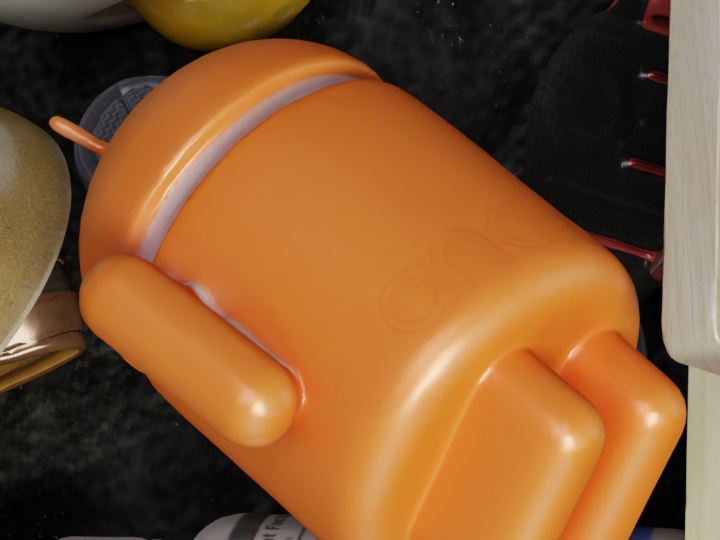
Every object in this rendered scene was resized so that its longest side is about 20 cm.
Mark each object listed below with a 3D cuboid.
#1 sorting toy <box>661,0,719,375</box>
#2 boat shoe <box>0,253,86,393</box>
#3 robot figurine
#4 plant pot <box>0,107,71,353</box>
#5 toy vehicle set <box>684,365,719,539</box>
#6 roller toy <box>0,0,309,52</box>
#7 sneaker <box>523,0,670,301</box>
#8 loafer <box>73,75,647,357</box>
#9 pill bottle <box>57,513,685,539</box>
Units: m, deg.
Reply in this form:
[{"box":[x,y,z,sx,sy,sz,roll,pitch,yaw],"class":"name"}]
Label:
[{"box":[0.176,-0.058,0.863,0.069,0.198,0.201,-9,72,41],"class":"sorting toy"},{"box":[-0.178,0.051,0.969,0.200,0.072,0.068,-35,79,4],"class":"boat shoe"},{"box":[0.000,0.010,0.852,0.144,0.117,0.200,-40,59,-18],"class":"robot figurine"},{"box":[-0.180,0.011,0.912,0.199,0.028,0.201,-23,35,17],"class":"plant pot"},{"box":[0.140,0.028,0.891,0.026,0.124,0.201,-7,74,35],"class":"toy vehicle set"},{"box":[-0.101,-0.173,0.975,0.199,0.140,0.184,9,89,10],"class":"roller toy"},{"box":[0.119,-0.080,0.949,0.074,0.087,0.201,28,106,39],"class":"sneaker"},{"box":[0.000,0.000,0.963,0.199,0.063,0.072,26,65,11],"class":"loafer"},{"box":[0.002,0.131,0.895,0.199,0.114,0.115,1,76,11],"class":"pill bottle"}]
